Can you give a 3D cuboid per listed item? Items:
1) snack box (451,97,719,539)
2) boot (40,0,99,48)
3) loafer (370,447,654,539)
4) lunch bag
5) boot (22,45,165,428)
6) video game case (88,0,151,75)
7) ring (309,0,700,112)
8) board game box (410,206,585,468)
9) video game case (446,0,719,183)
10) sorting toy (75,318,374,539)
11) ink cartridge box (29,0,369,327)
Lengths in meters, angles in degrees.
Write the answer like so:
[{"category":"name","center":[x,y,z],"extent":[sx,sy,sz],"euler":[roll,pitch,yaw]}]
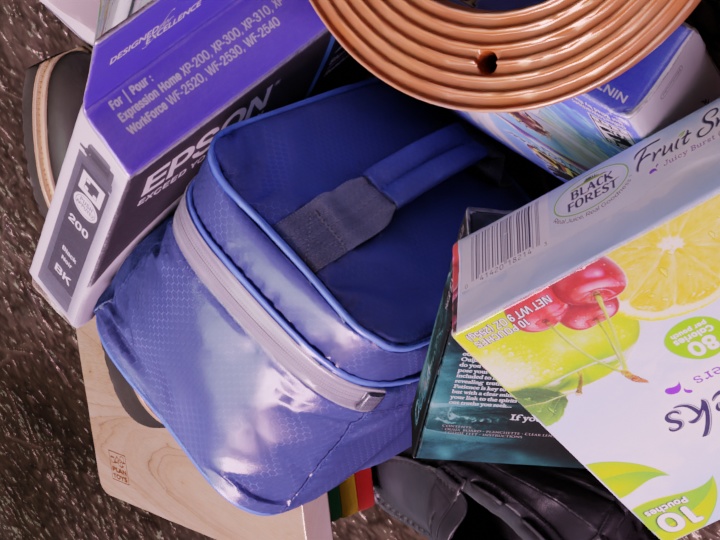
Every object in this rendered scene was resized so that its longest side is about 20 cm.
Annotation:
[{"category":"snack box","center":[0.152,0.005,0.821],"extent":[0.199,0.053,0.142],"euler":[-29,127,27]},{"category":"boot","center":[-0.150,-0.165,1.158],"extent":[0.090,0.073,0.200],"euler":[37,168,32]},{"category":"loafer","center":[0.063,0.128,1.207],"extent":[0.200,0.070,0.068],"euler":[14,132,50]},{"category":"lunch bag","center":[0.000,0.000,1.026],"extent":[0.136,0.200,0.132],"euler":[49,126,11]},{"category":"boot","center":[-0.081,-0.022,1.153],"extent":[0.138,0.077,0.201],"euler":[-7,110,47]},{"category":"video game case","center":[-0.086,-0.185,0.999],"extent":[0.023,0.201,0.182],"euler":[11,150,-11]},{"category":"ring","center":[0.053,-0.155,0.810],"extent":[0.199,0.019,0.202],"euler":[0,89,36]},{"category":"board game box","center":[0.127,0.033,0.921],"extent":[0.136,0.198,0.028],"euler":[103,169,-51]},{"category":"video game case","center":[0.066,-0.083,0.921],"extent":[0.200,0.046,0.181],"euler":[34,177,31]},{"category":"sorting toy","center":[-0.074,0.041,1.280],"extent":[0.199,0.069,0.200],"euler":[14,117,49]},{"category":"ink cartridge box","center":[-0.051,-0.085,1.016],"extent":[0.043,0.198,0.200],"euler":[44,150,9]}]
